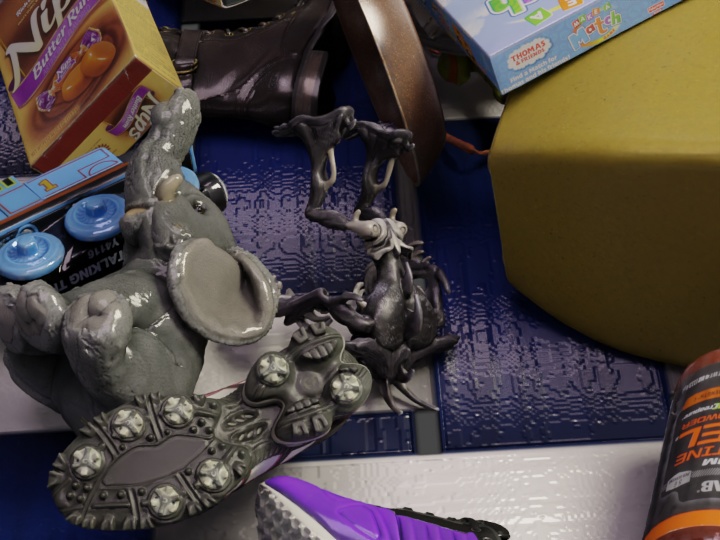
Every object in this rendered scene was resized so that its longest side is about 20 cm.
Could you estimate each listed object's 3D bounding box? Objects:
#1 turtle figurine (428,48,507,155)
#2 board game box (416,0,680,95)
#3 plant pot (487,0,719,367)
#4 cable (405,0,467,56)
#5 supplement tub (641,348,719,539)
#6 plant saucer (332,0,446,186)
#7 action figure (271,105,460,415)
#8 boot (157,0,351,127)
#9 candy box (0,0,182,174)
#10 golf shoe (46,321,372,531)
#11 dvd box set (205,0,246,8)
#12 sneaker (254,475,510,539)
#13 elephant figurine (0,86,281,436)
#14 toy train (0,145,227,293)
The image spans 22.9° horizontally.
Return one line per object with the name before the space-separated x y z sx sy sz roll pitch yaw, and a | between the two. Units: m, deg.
turtle figurine | 0.123 -0.173 1.361 0.160 0.065 0.201 -10 44 -7
board game box | 0.118 -0.207 1.204 0.151 0.037 0.200 -28 38 -5
plant pot | 0.193 -0.064 1.162 0.198 0.196 0.195 4 44 17
cable | 0.096 -0.256 1.341 0.199 0.069 0.200 -32 54 -7
supplement tub | 0.214 0.144 0.997 0.106 0.107 0.201 9 45 13
plant saucer | 0.017 -0.158 1.253 0.034 0.201 0.201 -21 45 -2
action figure | 0.000 0.000 1.165 0.118 0.102 0.202 -1 78 -38
boot | -0.100 -0.176 1.377 0.173 0.070 0.201 5 44 10
candy box | -0.211 -0.163 1.335 0.117 0.056 0.200 -43 41 15
golf shoe | -0.086 0.106 1.046 0.199 0.088 0.078 -22 72 -16
dvd box set | -0.095 -0.267 1.451 0.146 0.030 0.200 -25 28 -20
sneaker | 0.032 0.170 1.016 0.199 0.070 0.099 31 46 28
elephant figurine | -0.122 0.011 1.123 0.141 0.156 0.200 26 50 28
toy train | -0.191 -0.027 1.218 0.199 0.087 0.114 -29 43 -24
